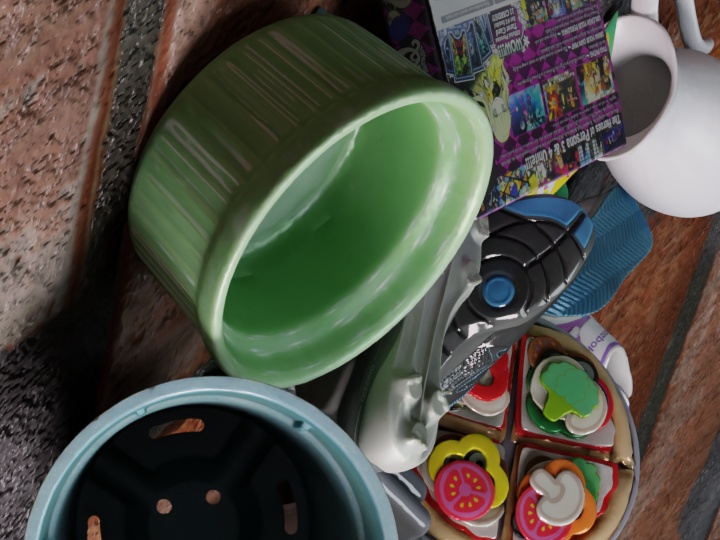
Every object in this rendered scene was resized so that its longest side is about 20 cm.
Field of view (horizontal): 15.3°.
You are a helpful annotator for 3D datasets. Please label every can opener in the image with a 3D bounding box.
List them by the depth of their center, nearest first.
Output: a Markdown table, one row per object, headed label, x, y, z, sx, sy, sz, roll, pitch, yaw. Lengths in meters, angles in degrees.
| label | x | y | z | sx | sy | sz | roll | pitch | yaw |
| --- | --- | --- | --- | --- | --- | --- | --- | --- | --- |
| can opener | -0.027 | 0.111 | 1.722 | 0.066 | 0.053 | 0.200 | -30 | 131 | 23 |

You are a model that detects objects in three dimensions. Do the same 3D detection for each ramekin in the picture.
| label | x | y | z | sx | sy | sz | roll | pitch | yaw |
| --- | --- | --- | --- | --- | --- | --- | --- | --- | --- |
| ramekin | -0.032 | -0.043 | 1.469 | 0.200 | 0.098 | 0.201 | -33 | 148 | -24 |

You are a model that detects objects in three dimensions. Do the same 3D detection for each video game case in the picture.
| label | x | y | z | sx | sy | sz | roll | pitch | yaw |
| --- | --- | --- | --- | --- | --- | --- | --- | --- | --- |
| video game case | 0.084 | -0.138 | 1.599 | 0.200 | 0.036 | 0.182 | -27 | 106 | -54 |

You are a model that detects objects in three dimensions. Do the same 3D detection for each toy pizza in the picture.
| label | x | y | z | sx | sy | sz | roll | pitch | yaw |
| --- | --- | --- | --- | --- | --- | --- | --- | --- | --- |
| toy pizza | 0.104 | 0.115 | 1.845 | 0.200 | 0.200 | 0.032 | -46 | 177 | -30 |

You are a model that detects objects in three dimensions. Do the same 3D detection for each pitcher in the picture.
| label | x | y | z | sx | sy | sz | roll | pitch | yaw |
| --- | --- | --- | --- | --- | --- | --- | --- | --- | --- |
| pitcher | 0.234 | -0.136 | 1.990 | 0.200 | 0.121 | 0.173 | 28 | 78 | -58 |

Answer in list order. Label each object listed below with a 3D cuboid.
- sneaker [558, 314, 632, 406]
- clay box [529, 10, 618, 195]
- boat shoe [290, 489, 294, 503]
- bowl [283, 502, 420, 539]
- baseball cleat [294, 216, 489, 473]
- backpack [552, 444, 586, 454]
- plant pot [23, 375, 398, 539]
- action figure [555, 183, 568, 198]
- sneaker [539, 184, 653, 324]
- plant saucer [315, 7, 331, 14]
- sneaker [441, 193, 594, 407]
| label | x | y | z | sx | sy | sz | roll | pitch | yaw |
| --- | --- | --- | --- | --- | --- | --- | --- | --- | --- |
| sneaker | 0.150 | 0.105 | 2.107 | 0.073 | 0.114 | 0.201 | -43 | 162 | -34 |
| clay box | 0.097 | -0.084 | 1.723 | 0.200 | 0.047 | 0.115 | -45 | 151 | -42 |
| boat shoe | -0.005 | 0.170 | 1.918 | 0.072 | 0.067 | 0.201 | -46 | 156 | -30 |
| bowl | -0.034 | 0.211 | 1.823 | 0.200 | 0.091 | 0.201 | -11 | 162 | -4 |
| baseball cleat | 0.013 | 0.027 | 1.583 | 0.070 | 0.106 | 0.201 | 46 | 47 | -39 |
| backpack | 0.077 | 0.144 | 1.974 | 0.154 | 0.163 | 0.200 | -38 | 159 | -25 |
| plant pot | -0.089 | 0.154 | 1.496 | 0.201 | 0.200 | 0.196 | -57 | -174 | -3 |
| action figure | 0.101 | -0.034 | 1.867 | 0.118 | 0.055 | 0.200 | -42 | -178 | 26 |
| sneaker | 0.145 | 0.000 | 1.986 | 0.081 | 0.077 | 0.200 | -28 | 180 | 33 |
| plant saucer | 0.009 | -0.100 | 1.609 | 0.200 | 0.019 | 0.070 | 22 | 87 | -65 |
| sneaker | 0.064 | 0.028 | 1.665 | 0.200 | 0.073 | 0.082 | -40 | 163 | 7 |
